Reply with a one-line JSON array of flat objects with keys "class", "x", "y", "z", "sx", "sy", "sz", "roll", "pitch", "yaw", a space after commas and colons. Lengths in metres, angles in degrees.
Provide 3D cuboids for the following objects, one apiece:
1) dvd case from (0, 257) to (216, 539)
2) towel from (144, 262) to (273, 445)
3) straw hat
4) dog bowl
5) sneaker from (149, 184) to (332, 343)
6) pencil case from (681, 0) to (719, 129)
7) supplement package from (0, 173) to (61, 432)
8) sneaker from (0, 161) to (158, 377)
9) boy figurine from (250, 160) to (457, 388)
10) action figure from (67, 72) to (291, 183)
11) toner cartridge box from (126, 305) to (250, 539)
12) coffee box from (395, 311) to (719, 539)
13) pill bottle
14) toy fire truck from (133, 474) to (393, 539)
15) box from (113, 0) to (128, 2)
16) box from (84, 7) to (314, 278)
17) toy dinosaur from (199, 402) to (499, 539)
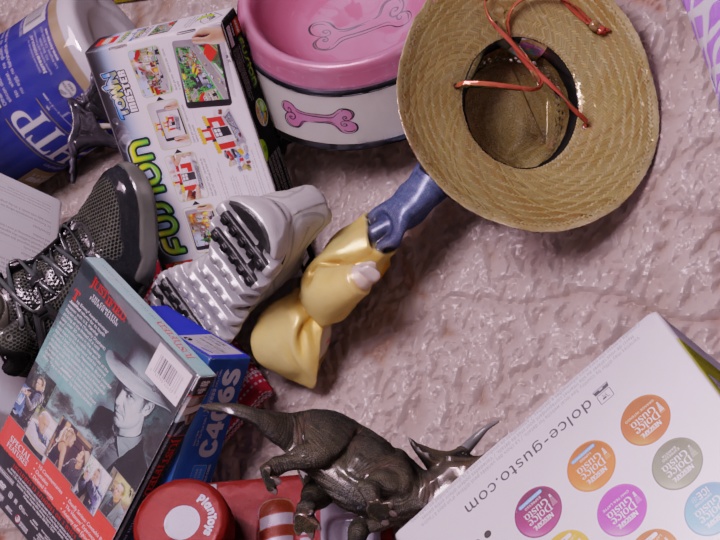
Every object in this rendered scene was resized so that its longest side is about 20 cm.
[{"class": "dvd case", "x": -0.189, "y": 0.113, "z": 1.612, "sx": 0.146, "sy": 0.022, "sz": 0.200, "roll": 42, "pitch": 116, "yaw": 35}, {"class": "towel", "x": -0.158, "y": 0.082, "z": 1.721, "sx": 0.145, "sy": 0.022, "sz": 0.200, "roll": -48, "pitch": 48, "yaw": 6}, {"class": "straw hat", "x": 0.105, "y": -0.109, "z": 1.578, "sx": 0.085, "sy": 0.201, "sz": 0.201, "roll": 134, "pitch": 151, "yaw": -67}, {"class": "dog bowl", "x": -0.001, "y": -0.186, "z": 1.668, "sx": 0.200, "sy": 0.074, "sz": 0.200, "roll": -8, "pitch": 53, "yaw": 10}, {"class": "sneaker", "x": -0.085, "y": 0.003, "z": 1.629, "sx": 0.075, "sy": 0.081, "sz": 0.200, "roll": 55, "pitch": 141, "yaw": 7}, {"class": "pencil case", "x": 0.247, "y": -0.184, "z": 1.525, "sx": 0.086, "sy": 0.084, "sz": 0.200, "roll": -49, "pitch": 41, "yaw": 37}, {"class": "supplement package", "x": -0.343, "y": 0.030, "z": 1.785, "sx": 0.151, "sy": 0.152, "sz": 0.200, "roll": -25, "pitch": 53, "yaw": 39}, {"class": "sneaker", "x": -0.219, "y": 0.006, "z": 1.662, "sx": 0.076, "sy": 0.114, "sz": 0.199, "roll": 59, "pitch": 135, "yaw": 32}, {"class": "boy figurine", "x": 0.000, "y": 0.000, "z": 1.602, "sx": 0.200, "sy": 0.064, "sz": 0.124, "roll": -50, "pitch": 6, "yaw": 10}, {"class": "action figure", "x": -0.120, "y": -0.104, "z": 1.742, "sx": 0.200, "sy": 0.102, "sz": 0.119, "roll": -1, "pitch": 27, "yaw": -4}, {"class": "toner cartridge box", "x": -0.151, "y": 0.134, "z": 1.620, "sx": 0.095, "sy": 0.043, "sz": 0.200, "roll": 29, "pitch": 107, "yaw": 39}, {"class": "coffee box", "x": 0.184, "y": 0.184, "z": 1.283, "sx": 0.200, "sy": 0.200, "sz": 0.198, "roll": -42, "pitch": 49, "yaw": 11}, {"class": "pill bottle", "x": -0.273, "y": -0.132, "z": 1.859, "sx": 0.200, "sy": 0.120, "sz": 0.120, "roll": -31, "pitch": 51, "yaw": 21}, {"class": "toy fire truck", "x": -0.057, "y": 0.223, "z": 1.519, "sx": 0.168, "sy": 0.112, "sz": 0.200, "roll": -8, "pitch": 57, "yaw": 10}, {"class": "box", "x": -0.182, "y": -0.321, "z": 1.845, "sx": 0.200, "sy": 0.193, "sz": 0.122, "roll": -3, "pitch": 64, "yaw": 37}, {"class": "box", "x": -0.115, "y": -0.082, "z": 1.659, "sx": 0.110, "sy": 0.200, "sz": 0.035, "roll": -9, "pitch": 22, "yaw": 19}, {"class": "toy dinosaur", "x": -0.010, "y": 0.132, "z": 1.507, "sx": 0.200, "sy": 0.077, "sz": 0.102, "roll": 16, "pitch": 32, "yaw": 12}]
